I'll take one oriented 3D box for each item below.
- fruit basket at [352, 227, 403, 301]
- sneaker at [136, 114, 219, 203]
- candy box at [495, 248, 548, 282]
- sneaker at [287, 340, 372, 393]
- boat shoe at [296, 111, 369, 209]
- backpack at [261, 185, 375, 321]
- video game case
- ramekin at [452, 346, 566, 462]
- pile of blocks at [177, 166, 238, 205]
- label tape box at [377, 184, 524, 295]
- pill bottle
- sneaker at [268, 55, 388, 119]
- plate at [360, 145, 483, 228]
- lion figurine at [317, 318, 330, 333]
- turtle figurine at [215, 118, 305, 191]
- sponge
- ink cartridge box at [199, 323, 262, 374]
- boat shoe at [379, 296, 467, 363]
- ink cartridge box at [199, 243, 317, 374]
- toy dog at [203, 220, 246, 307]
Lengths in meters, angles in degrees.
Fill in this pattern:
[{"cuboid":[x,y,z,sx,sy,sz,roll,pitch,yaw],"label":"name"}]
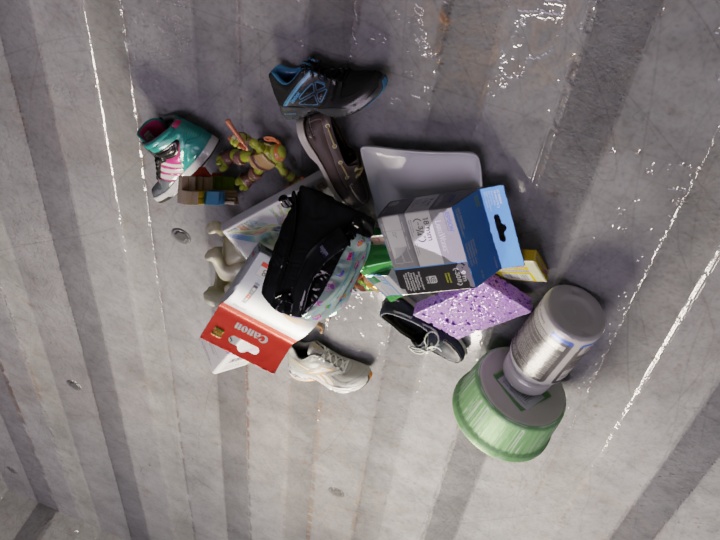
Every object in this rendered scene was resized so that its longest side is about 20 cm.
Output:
[{"cuboid":[0.000,0.000,1.551,0.198,0.095,0.185,-12,146,26],"label":"fruit basket"},{"cuboid":[-0.349,-0.206,1.580,0.120,0.084,0.200,37,133,-19],"label":"sneaker"},{"cuboid":[0.206,-0.014,1.487,0.198,0.027,0.102,5,160,25],"label":"candy box"},{"cuboid":[-0.072,0.194,1.871,0.198,0.076,0.093,7,132,22],"label":"sneaker"},{"cuboid":[-0.031,-0.176,1.444,0.059,0.072,0.200,-16,132,22],"label":"boat shoe"},{"cuboid":[-0.068,-0.015,1.427,0.166,0.202,0.126,29,-171,37],"label":"backpack"},{"cuboid":[-0.111,-0.067,1.532,0.199,0.022,0.183,-27,139,8],"label":"video game case"},{"cuboid":[0.275,0.236,1.621,0.199,0.201,0.098,26,135,1],"label":"ramekin"},{"cuboid":[-0.257,-0.148,1.549,0.081,0.200,0.063,5,98,8],"label":"pile of blocks"},{"cuboid":[0.142,-0.046,1.407,0.198,0.063,0.145,-7,115,30],"label":"label tape box"},{"cuboid":[0.325,0.125,1.527,0.113,0.114,0.201,26,139,1],"label":"pill bottle"},{"cuboid":[-0.054,-0.279,1.341,0.198,0.074,0.082,-3,131,31],"label":"sneaker"},{"cuboid":[0.111,-0.123,1.447,0.198,0.032,0.201,7,136,23],"label":"plate"},{"cuboid":[-0.112,0.058,1.745,0.122,0.073,0.201,26,139,4],"label":"lion figurine"},{"cuboid":[-0.176,-0.194,1.509,0.199,0.065,0.160,33,154,-33],"label":"turtle figurine"},{"cuboid":[0.197,0.064,1.575,0.111,0.030,0.199,30,148,-24],"label":"sponge"},{"cuboid":[-0.201,0.107,1.695,0.200,0.144,0.085,-46,64,50],"label":"ink cartridge box"},{"cuboid":[0.119,0.119,1.684,0.200,0.062,0.075,42,137,-18],"label":"boat shoe"},{"cuboid":[-0.161,0.075,1.540,0.161,0.050,0.201,29,99,-23],"label":"ink cartridge box"},{"cuboid":[-0.200,-0.028,1.652,0.192,0.141,0.201,16,142,-7],"label":"toy dog"}]
